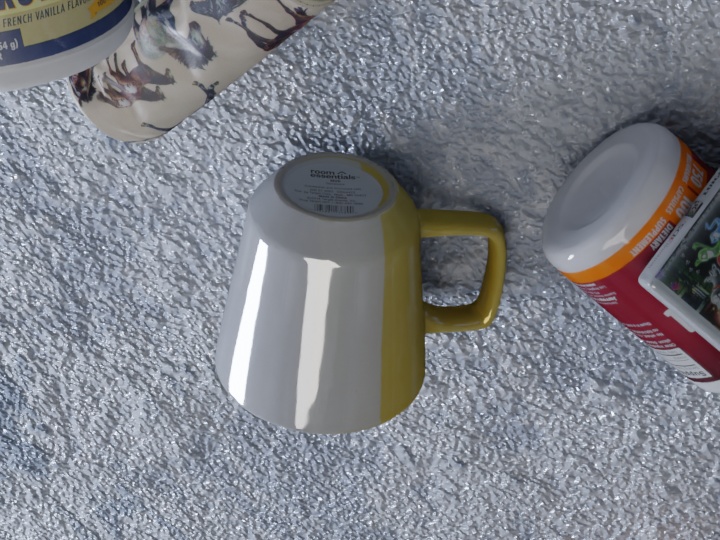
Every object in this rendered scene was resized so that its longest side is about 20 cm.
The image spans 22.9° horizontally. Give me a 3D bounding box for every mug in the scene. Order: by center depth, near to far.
[{"bbox_3d":[-0.010,-0.002,1.220,0.149,0.186,0.154,33,134,32],"label":"mug"}]

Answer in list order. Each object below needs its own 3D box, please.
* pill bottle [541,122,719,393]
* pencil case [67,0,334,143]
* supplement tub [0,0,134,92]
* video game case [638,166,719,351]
[{"bbox_3d":[0.222,0.006,1.147,0.200,0.113,0.113,38,132,-20],"label":"pill bottle"},{"bbox_3d":[-0.106,-0.154,1.118,0.200,0.078,0.090,-33,104,38],"label":"pencil case"},{"bbox_3d":[-0.217,-0.220,1.030,0.144,0.145,0.201,2,122,15],"label":"supplement tub"},{"bbox_3d":[0.294,-0.007,1.094,0.200,0.023,0.182,38,88,-20],"label":"video game case"}]
